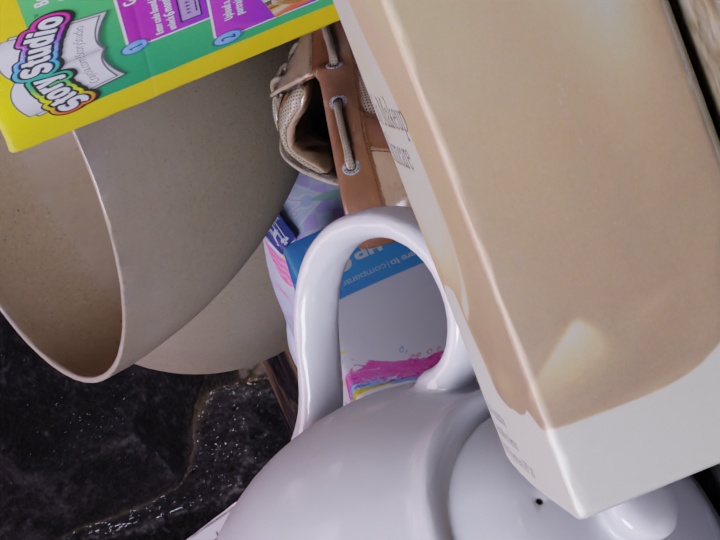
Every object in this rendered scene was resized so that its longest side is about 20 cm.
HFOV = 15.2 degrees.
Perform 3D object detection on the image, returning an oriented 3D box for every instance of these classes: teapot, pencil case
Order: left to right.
[{"bbox_3d":[0.000,0.000,1.286,0.091,0.083,0.200,51,169,17],"label":"pencil case"},{"bbox_3d":[0.051,0.104,0.874,0.146,0.200,0.198,-51,18,43],"label":"teapot"}]

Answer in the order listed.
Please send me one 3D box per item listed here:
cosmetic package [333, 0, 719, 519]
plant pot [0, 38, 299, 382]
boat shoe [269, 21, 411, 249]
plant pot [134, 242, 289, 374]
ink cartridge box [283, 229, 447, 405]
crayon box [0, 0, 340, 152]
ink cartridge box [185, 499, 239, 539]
[{"bbox_3d":[0.045,-0.044,0.720,0.105,0.071,0.200,-150,38,-82],"label":"cosmetic package"},{"bbox_3d":[-0.097,-0.070,1.155,0.200,0.134,0.201,45,150,36],"label":"plant pot"},{"bbox_3d":[-0.003,-0.073,1.063,0.200,0.072,0.076,-118,8,-58],"label":"boat shoe"},{"bbox_3d":[-0.091,-0.071,1.448,0.200,0.187,0.188,92,156,-63],"label":"plant pot"},{"bbox_3d":[0.048,0.084,1.130,0.200,0.085,0.145,-119,9,-46],"label":"ink cartridge box"},{"bbox_3d":[-0.055,-0.124,0.846,0.200,0.172,0.058,86,161,-72],"label":"crayon box"},{"bbox_3d":[0.021,0.186,1.334,0.200,0.084,0.145,17,-139,-52],"label":"ink cartridge box"}]
